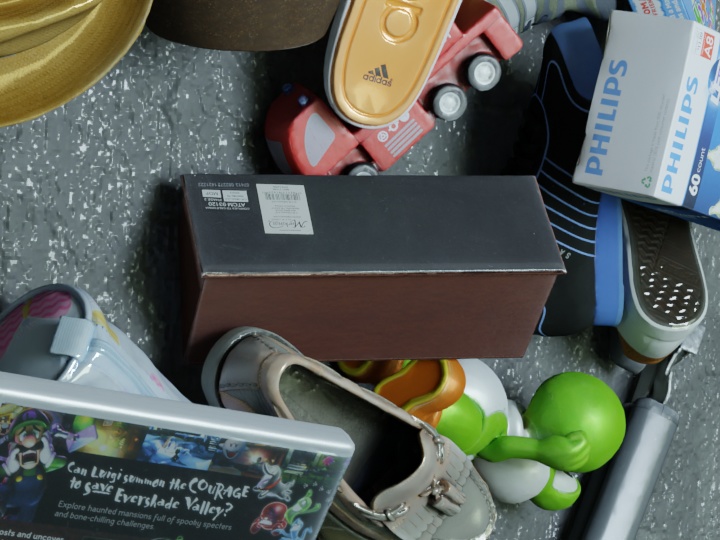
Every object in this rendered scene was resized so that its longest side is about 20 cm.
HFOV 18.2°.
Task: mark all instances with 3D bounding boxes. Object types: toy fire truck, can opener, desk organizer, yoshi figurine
[{"bbox_3d":[0.011,-0.144,1.222,0.200,0.049,0.141,-42,114,-2],"label":"toy fire truck"},{"bbox_3d":[0.168,0.096,1.461,0.067,0.053,0.200,27,72,-10],"label":"can opener"},{"bbox_3d":[0.000,0.000,1.211,0.199,0.072,0.077,0,139,-17],"label":"desk organizer"},{"bbox_3d":[0.086,0.077,1.325,0.200,0.112,0.113,34,62,-45],"label":"yoshi figurine"}]

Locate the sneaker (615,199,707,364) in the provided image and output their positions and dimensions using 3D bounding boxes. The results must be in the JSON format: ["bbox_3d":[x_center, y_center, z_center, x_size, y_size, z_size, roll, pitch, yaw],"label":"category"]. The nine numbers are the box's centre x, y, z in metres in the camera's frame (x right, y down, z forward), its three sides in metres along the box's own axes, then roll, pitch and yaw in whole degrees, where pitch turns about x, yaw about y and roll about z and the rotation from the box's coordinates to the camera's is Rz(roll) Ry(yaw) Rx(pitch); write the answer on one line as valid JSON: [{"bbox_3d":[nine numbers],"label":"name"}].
[{"bbox_3d":[0.176,-0.034,1.436,0.073,0.085,0.201,6,61,-7],"label":"sneaker"}]

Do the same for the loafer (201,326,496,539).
[{"bbox_3d":[0.004,0.098,1.186,0.200,0.063,0.072,36,75,-30],"label":"loafer"}]

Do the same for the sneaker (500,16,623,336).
[{"bbox_3d":[0.112,-0.050,1.344,0.078,0.070,0.201,-8,113,-5],"label":"sneaker"}]

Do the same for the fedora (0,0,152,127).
[{"bbox_3d":[-0.176,-0.149,1.009,0.200,0.082,0.201,-6,106,-22],"label":"fedora"}]

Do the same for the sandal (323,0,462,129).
[{"bbox_3d":[0.039,-0.168,1.164,0.079,0.059,0.207,11,102,-19],"label":"sandal"}]

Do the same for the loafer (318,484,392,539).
[{"bbox_3d":[0.032,0.176,1.296,0.200,0.076,0.068,37,61,-42],"label":"loafer"}]

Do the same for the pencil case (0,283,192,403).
[{"bbox_3d":[-0.111,0.092,1.132,0.200,0.091,0.083,47,62,-37],"label":"pencil case"}]

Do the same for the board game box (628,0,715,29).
[{"bbox_3d":[0.173,-0.233,1.390,0.200,0.037,0.151,62,23,-28],"label":"board game box"}]

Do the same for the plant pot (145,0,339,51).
[{"bbox_3d":[-0.058,-0.218,1.119,0.187,0.187,0.201,-18,120,-43],"label":"plant pot"}]

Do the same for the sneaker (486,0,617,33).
[{"bbox_3d":[0.073,-0.158,1.324,0.200,0.074,0.081,1,99,-38],"label":"sneaker"}]

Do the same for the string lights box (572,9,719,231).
[{"bbox_3d":[0.208,-0.080,1.326,0.200,0.059,0.103,13,91,-53],"label":"string lights box"}]

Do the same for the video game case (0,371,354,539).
[{"bbox_3d":[-0.121,0.144,1.092,0.200,0.023,0.182,12,111,-31],"label":"video game case"}]
